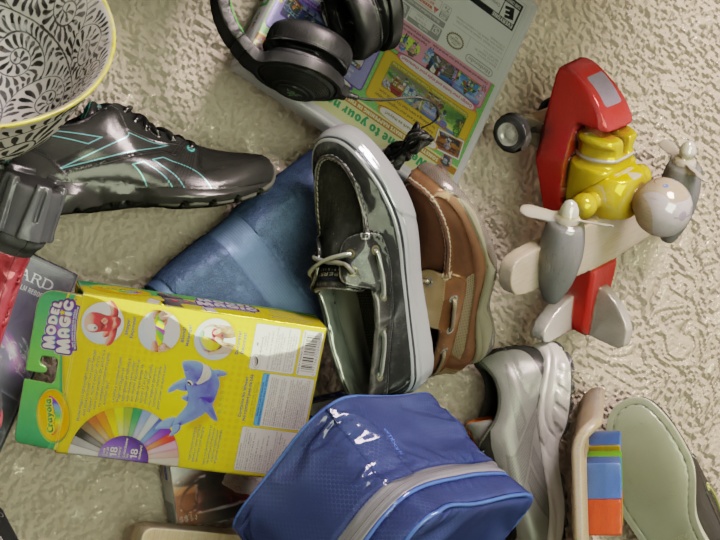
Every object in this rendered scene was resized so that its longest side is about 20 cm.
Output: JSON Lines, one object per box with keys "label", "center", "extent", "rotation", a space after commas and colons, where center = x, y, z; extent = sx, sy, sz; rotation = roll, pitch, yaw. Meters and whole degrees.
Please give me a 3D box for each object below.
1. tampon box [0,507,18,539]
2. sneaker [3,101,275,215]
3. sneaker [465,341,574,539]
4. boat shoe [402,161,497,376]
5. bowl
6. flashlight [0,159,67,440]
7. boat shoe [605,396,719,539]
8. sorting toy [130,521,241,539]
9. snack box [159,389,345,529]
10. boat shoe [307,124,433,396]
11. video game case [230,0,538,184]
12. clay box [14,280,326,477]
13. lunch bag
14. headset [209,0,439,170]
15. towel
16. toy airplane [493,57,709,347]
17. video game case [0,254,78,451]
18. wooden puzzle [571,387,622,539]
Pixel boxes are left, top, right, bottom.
{"label": "tampon box", "center": [-0.329, 0.202, 1.289], "extent": [0.200, 0.150, 0.127], "rotation": [23, 96, -24]}
{"label": "sneaker", "center": [-0.154, -0.079, 1.402], "extent": [0.199, 0.075, 0.080], "rotation": [-2, 90, -22]}
{"label": "sneaker", "center": [0.117, 0.155, 1.559], "extent": [0.079, 0.074, 0.201], "rotation": [1, 88, -14]}
{"label": "boat shoe", "center": [0.053, 0.010, 1.469], "extent": [0.072, 0.076, 0.200], "rotation": [-33, 137, -21]}
{"label": "bowl", "center": [-0.266, -0.130, 1.318], "extent": [0.200, 0.201, 0.094], "rotation": [-8, 141, -25]}
{"label": "flashlight", "center": [-0.245, 0.032, 1.332], "extent": [0.068, 0.068, 0.201], "rotation": [23, 100, 11]}
{"label": "boat shoe", "center": [0.252, 0.192, 1.627], "extent": [0.072, 0.061, 0.202], "rotation": [-19, 95, 22]}
{"label": "sorting toy", "center": [-0.079, 0.294, 1.456], "extent": [0.198, 0.070, 0.201], "rotation": [9, 95, -28]}
{"label": "snack box", "center": [-0.051, 0.135, 1.495], "extent": [0.199, 0.024, 0.072], "rotation": [-11, 100, -24]}
{"label": "boat shoe", "center": [0.000, 0.000, 1.412], "extent": [0.071, 0.072, 0.201], "rotation": [-27, 106, -43]}
{"label": "video game case", "center": [0.021, -0.174, 1.497], "extent": [0.200, 0.022, 0.182], "rotation": [33, 72, -24]}
{"label": "clay box", "center": [-0.133, 0.075, 1.394], "extent": [0.199, 0.048, 0.115], "rotation": [9, 101, -14]}
{"label": "lunch bag", "center": [0.027, 0.177, 1.411], "extent": [0.136, 0.132, 0.200], "rotation": [-53, 155, 19]}
{"label": "headset", "center": [-0.022, -0.160, 1.432], "extent": [0.123, 0.094, 0.200], "rotation": [-43, 92, -20]}
{"label": "towel", "center": [-0.065, 0.002, 1.467], "extent": [0.200, 0.049, 0.112], "rotation": [-40, 109, -17]}
{"label": "toy airplane", "center": [0.188, -0.035, 1.532], "extent": [0.199, 0.141, 0.200], "rotation": [42, 60, -42]}
{"label": "video game case", "center": [-0.296, 0.066, 1.378], "extent": [0.143, 0.019, 0.200], "rotation": [26, 81, -25]}
{"label": "wooden puzzle", "center": [0.181, 0.199, 1.529], "extent": [0.046, 0.185, 0.201], "rotation": [3, 95, 7]}
